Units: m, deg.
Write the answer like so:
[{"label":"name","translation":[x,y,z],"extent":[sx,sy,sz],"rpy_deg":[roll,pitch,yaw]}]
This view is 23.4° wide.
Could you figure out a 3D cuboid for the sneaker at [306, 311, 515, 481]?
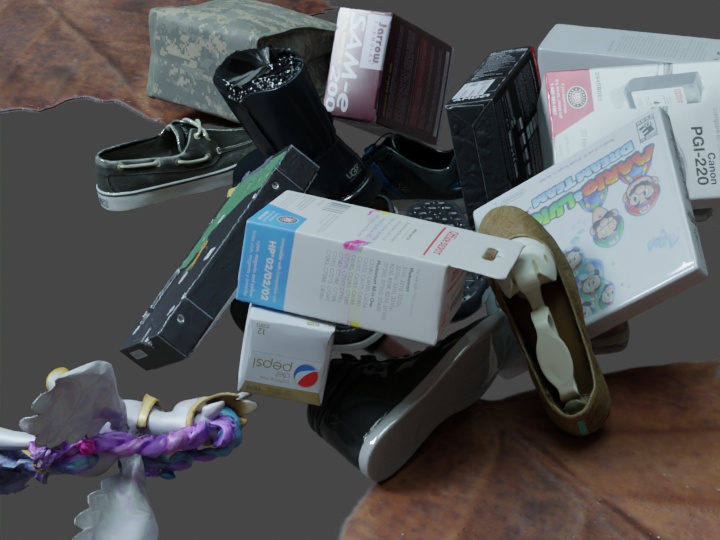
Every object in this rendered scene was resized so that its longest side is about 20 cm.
[{"label":"sneaker","translation":[0.037,0.081,1.406],"extent":[0.099,0.071,0.200],"rpy_deg":[27,52,34]}]

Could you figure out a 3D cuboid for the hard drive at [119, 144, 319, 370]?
[{"label":"hard drive","translation":[-0.119,-0.008,1.466],"extent":[0.200,0.038,0.140],"rpy_deg":[-57,13,-19]}]

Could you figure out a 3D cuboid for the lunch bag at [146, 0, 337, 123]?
[{"label":"lunch bag","translation":[-0.108,-0.232,1.887],"extent":[0.164,0.118,0.200],"rpy_deg":[19,25,34]}]

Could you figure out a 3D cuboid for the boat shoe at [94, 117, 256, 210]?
[{"label":"boat shoe","translation":[-0.175,-0.118,1.767],"extent":[0.200,0.064,0.071],"rpy_deg":[-21,36,-26]}]

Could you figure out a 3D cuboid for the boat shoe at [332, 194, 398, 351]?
[{"label":"boat shoe","translation":[0.000,0.000,1.562],"extent":[0.074,0.060,0.200],"rpy_deg":[5,33,14]}]

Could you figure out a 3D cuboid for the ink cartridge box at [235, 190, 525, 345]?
[{"label":"ink cartridge box","translation":[0.018,0.000,1.337],"extent":[0.199,0.068,0.115],"rpy_deg":[13,17,11]}]

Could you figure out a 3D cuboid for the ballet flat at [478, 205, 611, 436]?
[{"label":"ballet flat","translation":[0.143,0.036,1.379],"extent":[0.068,0.200,0.072],"rpy_deg":[-20,-11,10]}]

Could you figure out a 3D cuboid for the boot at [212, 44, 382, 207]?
[{"label":"boot","translation":[-0.085,-0.135,1.624],"extent":[0.200,0.168,0.076],"rpy_deg":[10,51,51]}]

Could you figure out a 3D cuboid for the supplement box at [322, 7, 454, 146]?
[{"label":"supplement box","translation":[0.030,-0.190,1.737],"extent":[0.061,0.109,0.200],"rpy_deg":[9,0,20]}]

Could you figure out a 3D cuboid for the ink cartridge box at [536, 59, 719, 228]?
[{"label":"ink cartridge box","translation":[0.274,-0.115,1.637],"extent":[0.199,0.085,0.146],"rpy_deg":[-3,71,-2]}]

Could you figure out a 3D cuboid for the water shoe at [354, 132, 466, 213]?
[{"label":"water shoe","translation":[0.021,-0.101,1.705],"extent":[0.199,0.079,0.072],"rpy_deg":[1,32,7]}]

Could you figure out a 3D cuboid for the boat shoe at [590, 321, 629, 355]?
[{"label":"boat shoe","translation":[0.187,-0.003,1.537],"extent":[0.076,0.072,0.200],"rpy_deg":[-12,33,-14]}]

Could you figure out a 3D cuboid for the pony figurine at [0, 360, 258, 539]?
[{"label":"pony figurine","translation":[-0.199,0.131,1.313],"extent":[0.200,0.167,0.193],"rpy_deg":[-1,20,34]}]

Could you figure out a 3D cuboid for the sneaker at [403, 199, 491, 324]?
[{"label":"sneaker","translation":[0.078,0.009,1.515],"extent":[0.072,0.083,0.200],"rpy_deg":[-5,27,1]}]

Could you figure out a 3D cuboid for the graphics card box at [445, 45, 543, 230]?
[{"label":"graphics card box","translation":[0.136,-0.129,1.661],"extent":[0.051,0.126,0.200],"rpy_deg":[-6,20,18]}]

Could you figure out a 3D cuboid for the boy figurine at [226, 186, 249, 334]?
[{"label":"boy figurine","translation":[-0.101,-0.011,1.587],"extent":[0.124,0.065,0.200],"rpy_deg":[-29,31,2]}]

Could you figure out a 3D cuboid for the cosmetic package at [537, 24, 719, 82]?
[{"label":"cosmetic package","translation":[0.288,-0.190,1.802],"extent":[0.200,0.102,0.074],"rpy_deg":[10,34,19]}]

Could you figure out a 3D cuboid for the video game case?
[{"label":"video game case","translation":[0.188,-0.024,1.464],"extent":[0.200,0.024,0.182],"rpy_deg":[-30,44,27]}]

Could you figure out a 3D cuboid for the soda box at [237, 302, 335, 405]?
[{"label":"soda box","translation":[-0.057,0.039,1.393],"extent":[0.068,0.064,0.200],"rpy_deg":[9,17,-3]}]
